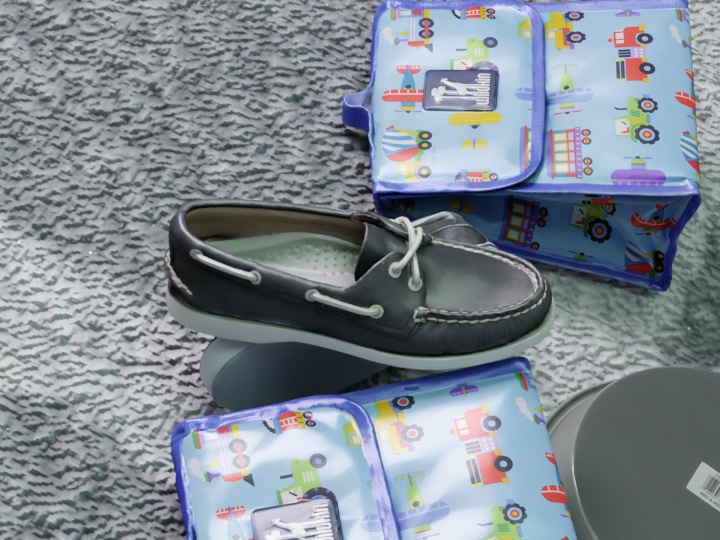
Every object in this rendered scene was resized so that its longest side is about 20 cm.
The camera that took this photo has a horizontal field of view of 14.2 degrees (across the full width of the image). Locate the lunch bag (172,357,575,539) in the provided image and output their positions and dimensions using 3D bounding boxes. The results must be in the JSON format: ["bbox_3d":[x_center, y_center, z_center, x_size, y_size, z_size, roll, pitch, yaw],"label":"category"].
[{"bbox_3d":[-0.002,0.139,1.441,0.199,0.094,0.151,-5,58,-14],"label":"lunch bag"}]

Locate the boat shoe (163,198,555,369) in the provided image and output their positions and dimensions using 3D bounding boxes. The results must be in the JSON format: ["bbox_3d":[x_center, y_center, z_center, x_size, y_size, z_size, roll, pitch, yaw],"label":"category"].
[{"bbox_3d":[0.000,0.000,1.458,0.199,0.061,0.074,7,43,5],"label":"boat shoe"}]

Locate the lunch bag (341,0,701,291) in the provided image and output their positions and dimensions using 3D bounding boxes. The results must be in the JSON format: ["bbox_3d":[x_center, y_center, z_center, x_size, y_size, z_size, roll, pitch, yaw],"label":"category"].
[{"bbox_3d":[0.087,-0.083,1.668,0.199,0.094,0.151,5,52,-6],"label":"lunch bag"}]

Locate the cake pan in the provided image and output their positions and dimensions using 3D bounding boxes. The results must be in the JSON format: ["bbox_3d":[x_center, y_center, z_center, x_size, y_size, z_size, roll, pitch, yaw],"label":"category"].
[{"bbox_3d":[0.186,0.132,1.563,0.199,0.037,0.201,13,49,-15],"label":"cake pan"}]

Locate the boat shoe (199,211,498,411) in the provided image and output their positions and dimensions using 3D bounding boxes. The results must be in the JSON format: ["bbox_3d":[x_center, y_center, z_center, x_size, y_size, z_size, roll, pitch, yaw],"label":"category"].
[{"bbox_3d":[-0.011,0.014,1.541,0.199,0.074,0.068,-23,57,-29],"label":"boat shoe"}]
